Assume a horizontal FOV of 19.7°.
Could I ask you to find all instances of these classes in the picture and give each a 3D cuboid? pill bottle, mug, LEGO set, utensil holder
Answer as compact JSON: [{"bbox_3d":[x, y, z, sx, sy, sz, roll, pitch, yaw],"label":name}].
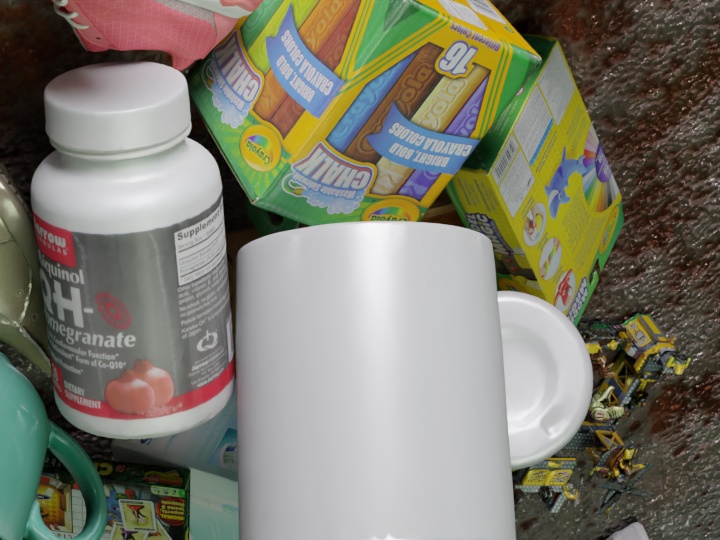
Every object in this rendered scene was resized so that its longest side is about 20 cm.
[{"bbox_3d":[-0.132,-0.013,1.198,0.110,0.111,0.202,-13,118,-21],"label":"pill bottle"},{"bbox_3d":[-0.258,0.109,1.275,0.151,0.115,0.185,-9,148,39],"label":"mug"},{"bbox_3d":[0.168,0.114,1.569,0.199,0.116,0.154,13,121,-39],"label":"LEGO set"},{"bbox_3d":[0.087,0.081,1.397,0.114,0.115,0.200,-27,174,-6],"label":"pill bottle"},{"bbox_3d":[0.007,0.085,1.218,0.168,0.202,0.170,-2,169,0],"label":"utensil holder"}]

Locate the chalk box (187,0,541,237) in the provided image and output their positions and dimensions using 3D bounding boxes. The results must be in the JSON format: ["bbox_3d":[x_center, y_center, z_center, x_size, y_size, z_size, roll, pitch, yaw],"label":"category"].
[{"bbox_3d":[-0.014,-0.100,1.248,0.123,0.125,0.200,20,116,-42],"label":"chalk box"}]

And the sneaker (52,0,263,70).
[{"bbox_3d":[-0.146,-0.160,1.149,0.199,0.074,0.087,17,123,-40],"label":"sneaker"}]

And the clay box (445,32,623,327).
[{"bbox_3d":[0.119,-0.052,1.395,0.115,0.047,0.200,-61,146,-25],"label":"clay box"}]

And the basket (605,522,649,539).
[{"bbox_3d":[0.235,0.342,1.820,0.123,0.136,0.201,-26,139,-2],"label":"basket"}]

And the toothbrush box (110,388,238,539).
[{"bbox_3d":[-0.056,0.159,1.411,0.147,0.198,0.086,80,31,-45],"label":"toothbrush box"}]

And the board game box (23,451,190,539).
[{"bbox_3d":[-0.213,0.162,1.378,0.198,0.024,0.105,7,133,2],"label":"board game box"}]

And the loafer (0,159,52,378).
[{"bbox_3d":[-0.214,0.013,1.274,0.068,0.076,0.201,-26,130,-5],"label":"loafer"}]

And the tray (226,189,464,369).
[{"bbox_3d":[0.000,0.000,1.413,0.199,0.037,0.099,-15,129,-21],"label":"tray"}]
